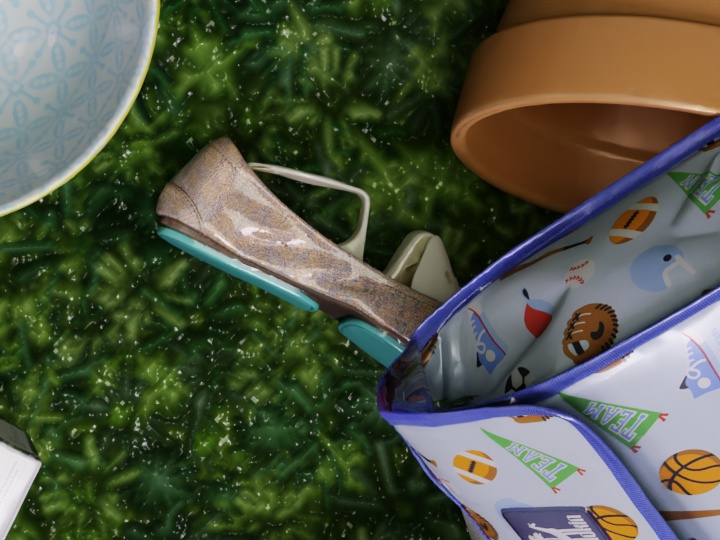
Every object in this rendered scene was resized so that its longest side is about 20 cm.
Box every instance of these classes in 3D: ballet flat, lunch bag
[{"bbox_3d":[0.000,0.000,1.224,0.200,0.068,0.067,31,81,-15],"label":"ballet flat"},{"bbox_3d":[0.130,0.059,1.100,0.200,0.124,0.170,-30,124,15],"label":"lunch bag"}]

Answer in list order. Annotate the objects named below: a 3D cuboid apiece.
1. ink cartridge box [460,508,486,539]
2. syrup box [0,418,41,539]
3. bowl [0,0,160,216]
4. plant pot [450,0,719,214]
[{"bbox_3d":[0.120,0.137,1.240,0.116,0.067,0.200,-25,121,-11],"label":"ink cartridge box"},{"bbox_3d":[-0.251,0.070,1.170,0.200,0.079,0.082,27,90,-13],"label":"syrup box"},{"bbox_3d":[-0.194,-0.122,1.149,0.200,0.108,0.201,-1,96,-12],"label":"bowl"},{"bbox_3d":[0.150,-0.109,1.190,0.200,0.200,0.140,13,77,-13],"label":"plant pot"}]
